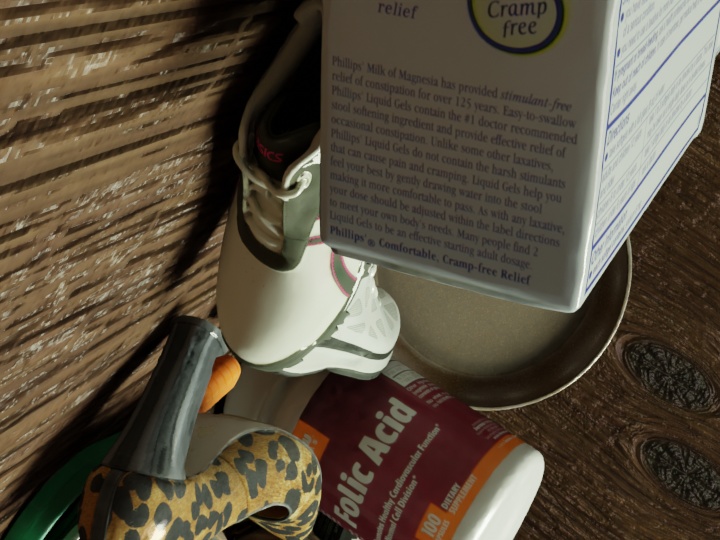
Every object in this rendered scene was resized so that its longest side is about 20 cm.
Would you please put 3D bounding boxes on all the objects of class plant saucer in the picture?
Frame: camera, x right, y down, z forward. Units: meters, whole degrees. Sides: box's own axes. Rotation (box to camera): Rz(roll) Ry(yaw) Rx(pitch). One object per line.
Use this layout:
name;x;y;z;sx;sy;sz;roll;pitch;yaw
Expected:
plant saucer;0.091;-0.004;0.929;0.201;0.199;0.032;-56;-176;7

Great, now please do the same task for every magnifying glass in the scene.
magnifying glass;-0.126;0.103;0.717;0.200;0.022;0.080;-45;166;-52

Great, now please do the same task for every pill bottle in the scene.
pill bottle;0.012;0.119;0.881;0.114;0.199;0.115;-47;155;-29

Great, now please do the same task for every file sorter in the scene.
file sorter;0.105;-0.031;1.010;0.202;0.122;0.139;-64;178;7

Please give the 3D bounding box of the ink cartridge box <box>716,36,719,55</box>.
ink cartridge box;0.149;-0.157;0.826;0.086;0.146;0.201;-46;167;-34

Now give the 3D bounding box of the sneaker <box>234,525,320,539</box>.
sneaker;-0.061;0.201;0.938;0.076;0.070;0.200;-50;-176;-26

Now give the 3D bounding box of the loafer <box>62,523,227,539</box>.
loafer;-0.108;0.167;0.739;0.072;0.063;0.200;-52;165;-1

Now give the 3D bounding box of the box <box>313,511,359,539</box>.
box;-0.016;0.199;1.024;0.202;0.043;0.160;-68;-167;-2

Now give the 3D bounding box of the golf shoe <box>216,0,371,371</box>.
golf shoe;-0.032;-0.041;0.578;0.088;0.077;0.202;-19;136;-57

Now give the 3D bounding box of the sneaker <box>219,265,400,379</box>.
sneaker;0.000;0.000;0.801;0.116;0.075;0.200;-56;163;12

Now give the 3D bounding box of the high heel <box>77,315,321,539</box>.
high heel;-0.082;0.138;0.694;0.201;0.071;0.144;64;38;-47

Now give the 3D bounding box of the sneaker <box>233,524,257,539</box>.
sneaker;-0.083;0.189;1.087;0.090;0.067;0.200;-55;170;33

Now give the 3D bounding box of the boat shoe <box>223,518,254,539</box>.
boat shoe;-0.101;0.159;0.936;0.072;0.073;0.200;-35;176;4

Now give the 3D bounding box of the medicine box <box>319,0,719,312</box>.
medicine box;0.070;-0.120;0.477;0.182;0.102;0.202;-43;140;-53
